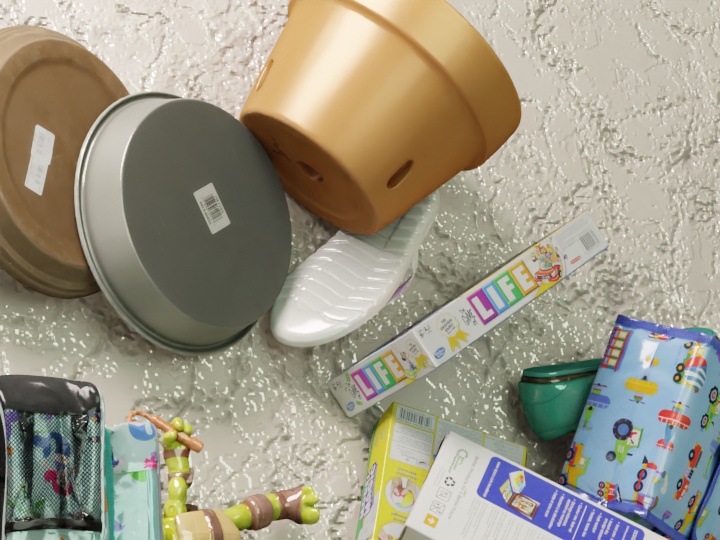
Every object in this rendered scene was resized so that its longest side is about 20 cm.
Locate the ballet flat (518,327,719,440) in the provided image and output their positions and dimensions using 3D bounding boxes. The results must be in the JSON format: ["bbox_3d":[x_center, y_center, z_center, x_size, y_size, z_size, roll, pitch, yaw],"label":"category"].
[{"bbox_3d":[0.209,0.097,1.870,0.200,0.067,0.071,-12,101,-33],"label":"ballet flat"}]

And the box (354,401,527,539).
[{"bbox_3d":[0.055,0.206,1.712,0.117,0.048,0.200,20,51,-13],"label":"box"}]

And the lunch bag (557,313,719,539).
[{"bbox_3d":[0.261,0.144,1.834,0.200,0.094,0.151,32,76,-47],"label":"lunch bag"}]

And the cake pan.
[{"bbox_3d":[-0.122,-0.039,1.701,0.200,0.037,0.201,20,63,-44],"label":"cake pan"}]

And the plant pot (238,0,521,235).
[{"bbox_3d":[0.003,-0.122,1.763,0.200,0.200,0.140,42,72,-9],"label":"plant pot"}]

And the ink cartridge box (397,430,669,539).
[{"bbox_3d":[0.133,0.200,1.686,0.200,0.037,0.095,25,51,4],"label":"ink cartridge box"}]

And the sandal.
[{"bbox_3d":[0.006,0.002,1.786,0.203,0.082,0.050,-49,141,-36],"label":"sandal"}]

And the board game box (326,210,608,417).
[{"bbox_3d":[0.082,0.034,1.769,0.200,0.134,0.034,-33,89,-36],"label":"board game box"}]

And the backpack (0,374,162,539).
[{"bbox_3d":[-0.212,0.182,1.513,0.150,0.178,0.201,9,70,-22],"label":"backpack"}]

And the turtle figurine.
[{"bbox_3d":[-0.104,0.199,1.636,0.161,0.064,0.200,7,59,-36],"label":"turtle figurine"}]

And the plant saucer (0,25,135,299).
[{"bbox_3d":[-0.214,-0.080,1.661,0.200,0.029,0.201,20,63,-48],"label":"plant saucer"}]
